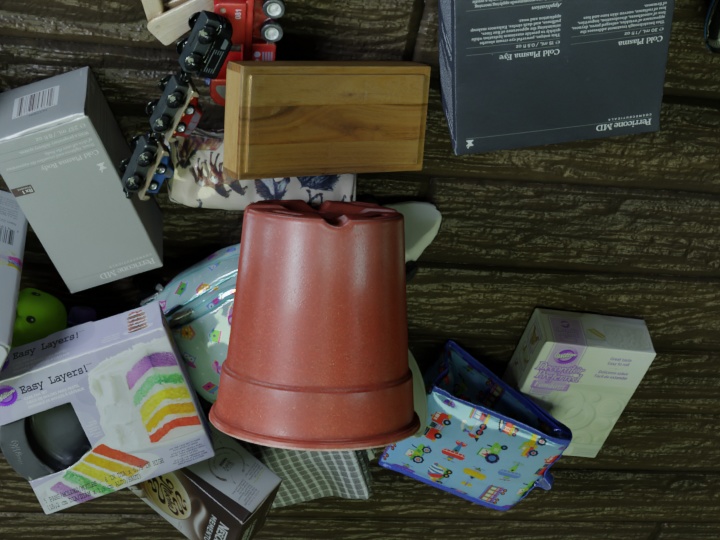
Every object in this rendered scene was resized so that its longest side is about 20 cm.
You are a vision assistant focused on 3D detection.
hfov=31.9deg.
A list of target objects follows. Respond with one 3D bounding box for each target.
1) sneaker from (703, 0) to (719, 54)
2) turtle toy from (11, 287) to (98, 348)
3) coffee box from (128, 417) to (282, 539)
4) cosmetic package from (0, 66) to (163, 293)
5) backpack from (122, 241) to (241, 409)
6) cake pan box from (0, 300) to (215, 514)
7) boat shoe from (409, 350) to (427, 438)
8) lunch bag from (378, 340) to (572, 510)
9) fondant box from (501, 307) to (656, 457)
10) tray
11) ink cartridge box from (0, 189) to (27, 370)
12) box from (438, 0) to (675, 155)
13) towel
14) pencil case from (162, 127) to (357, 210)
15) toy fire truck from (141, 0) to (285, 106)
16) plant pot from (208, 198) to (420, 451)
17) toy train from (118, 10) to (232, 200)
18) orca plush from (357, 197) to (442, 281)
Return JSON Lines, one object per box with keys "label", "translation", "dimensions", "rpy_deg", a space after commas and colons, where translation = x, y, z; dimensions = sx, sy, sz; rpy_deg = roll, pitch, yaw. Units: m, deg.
{"label": "sneaker", "translation": [0.406, -0.253, 1.144], "dimensions": [0.197, 0.084, 0.071], "rpy_deg": [-23, 133, 14]}
{"label": "turtle toy", "translation": [-0.307, 0.094, 1.332], "dimensions": [0.100, 0.147, 0.200], "rpy_deg": [-27, 132, 26]}
{"label": "coffee box", "translation": [-0.197, 0.233, 1.456], "dimensions": [0.199, 0.080, 0.114], "rpy_deg": [36, 138, 13]}
{"label": "cosmetic package", "translation": [-0.270, -0.083, 1.210], "dimensions": [0.105, 0.091, 0.202], "rpy_deg": [-17, 131, 5]}
{"label": "backpack", "translation": [-0.136, 0.057, 1.340], "dimensions": [0.198, 0.128, 0.167], "rpy_deg": [-30, 128, 17]}
{"label": "cake pan box", "translation": [-0.265, 0.141, 1.272], "dimensions": [0.197, 0.053, 0.186], "rpy_deg": [-17, 124, -5]}
{"label": "boat shoe", "translation": [0.012, 0.101, 1.409], "dimensions": [0.061, 0.073, 0.202], "rpy_deg": [-19, 106, 35]}
{"label": "lunch bag", "translation": [0.146, 0.206, 1.503], "dimensions": [0.198, 0.094, 0.151], "rpy_deg": [30, 127, -3]}
{"label": "fondant box", "translation": [0.250, 0.140, 1.527], "dimensions": [0.142, 0.059, 0.202], "rpy_deg": [6, 132, -14]}
{"label": "tray", "translation": [-0.028, -0.139, 1.150], "dimensions": [0.197, 0.037, 0.100], "rpy_deg": [-6, 108, -31]}
{"label": "ink cartridge box", "translation": [-0.402, 0.007, 1.197], "dimensions": [0.143, 0.202, 0.085], "rpy_deg": [17, 130, -23]}
{"label": "box", "translation": [0.170, -0.216, 1.130], "dimensions": [0.196, 0.105, 0.184], "rpy_deg": [-6, 134, -2]}
{"label": "towel", "translation": [-0.077, 0.212, 1.530], "dimensions": [0.163, 0.086, 0.201], "rpy_deg": [-14, 135, 7]}
{"label": "pencil case", "translation": [-0.099, -0.103, 1.222], "dimensions": [0.196, 0.078, 0.091], "rpy_deg": [3, 118, -11]}
{"label": "toy fire truck", "translation": [-0.137, -0.231, 1.110], "dimensions": [0.138, 0.049, 0.202], "rpy_deg": [1, 135, -8]}
{"label": "plant pot", "translation": [-0.037, 0.040, 1.157], "dimensions": [0.197, 0.201, 0.199], "rpy_deg": [1, 99, -10]}
{"label": "toy train", "translation": [-0.164, -0.143, 1.124], "dimensions": [0.045, 0.034, 0.201], "rpy_deg": [5, 130, -38]}
{"label": "orca plush", "translation": [0.000, 0.000, 1.307], "dimensions": [0.105, 0.200, 0.071], "rpy_deg": [37, 153, 13]}
